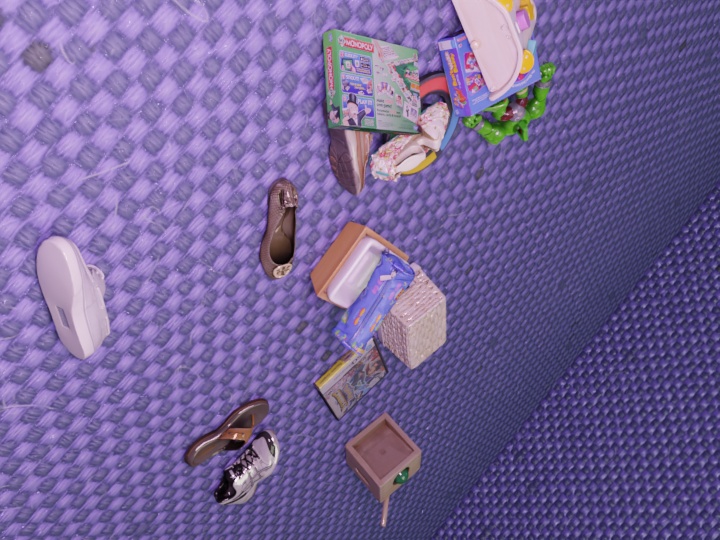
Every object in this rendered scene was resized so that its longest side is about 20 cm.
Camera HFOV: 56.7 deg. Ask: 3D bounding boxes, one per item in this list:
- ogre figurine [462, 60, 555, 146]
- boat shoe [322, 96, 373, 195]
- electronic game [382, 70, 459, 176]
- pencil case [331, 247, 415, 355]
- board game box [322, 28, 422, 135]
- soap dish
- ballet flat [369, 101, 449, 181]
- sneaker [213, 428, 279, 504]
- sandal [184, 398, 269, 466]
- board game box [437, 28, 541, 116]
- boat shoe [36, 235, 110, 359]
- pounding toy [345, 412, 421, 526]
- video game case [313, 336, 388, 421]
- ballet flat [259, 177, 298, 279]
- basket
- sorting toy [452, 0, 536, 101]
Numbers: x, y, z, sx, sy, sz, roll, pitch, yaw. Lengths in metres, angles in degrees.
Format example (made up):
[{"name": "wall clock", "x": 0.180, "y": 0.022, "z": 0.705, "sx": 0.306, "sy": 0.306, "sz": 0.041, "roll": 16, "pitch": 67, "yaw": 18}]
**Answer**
[{"name": "ogre figurine", "x": 0.303, "y": -0.324, "z": 1.342, "sx": 0.200, "sy": 0.098, "sz": 0.120, "roll": -47, "pitch": 146, "yaw": -8}, {"name": "boat shoe", "x": -0.009, "y": -0.210, "z": 1.095, "sx": 0.071, "sy": 0.075, "sz": 0.202, "roll": -36, "pitch": 147, "yaw": -23}, {"name": "electronic game", "x": 0.115, "y": -0.265, "z": 1.220, "sx": 0.198, "sy": 0.041, "sz": 0.203, "roll": -32, "pitch": 144, "yaw": -26}, {"name": "pencil case", "x": 0.024, "y": 0.061, "z": 1.251, "sx": 0.202, "sy": 0.077, "sz": 0.087, "roll": -56, "pitch": 177, "yaw": 9}, {"name": "board game box", "x": 0.024, "y": -0.285, "z": 1.033, "sx": 0.197, "sy": 0.029, "sz": 0.139, "roll": -7, "pitch": 94, "yaw": -47}, {"name": "soap dish", "x": 0.000, "y": 0.000, "z": 1.312, "sx": 0.159, "sy": 0.081, "sz": 0.199, "roll": -53, "pitch": 148, "yaw": 5}, {"name": "ballet flat", "x": 0.099, "y": -0.215, "z": 1.151, "sx": 0.199, "sy": 0.063, "sz": 0.076, "roll": -42, "pitch": 143, "yaw": -19}, {"name": "sneaker", "x": -0.249, "y": 0.437, "z": 1.455, "sx": 0.087, "sy": 0.075, "sz": 0.203, "roll": 10, "pitch": 114, "yaw": -54}, {"name": "sandal", "x": -0.263, "y": 0.339, "z": 1.355, "sx": 0.198, "sy": 0.054, "sz": 0.083, "roll": -32, "pitch": 144, "yaw": -27}, {"name": "board game box", "x": 0.236, "y": -0.378, "z": 1.199, "sx": 0.198, "sy": 0.044, "sz": 0.137, "roll": -31, "pitch": 115, "yaw": -28}, {"name": "boat shoe", "x": -0.374, "y": 0.030, "z": 0.895, "sx": 0.069, "sy": 0.070, "sz": 0.204, "roll": -48, "pitch": 148, "yaw": -45}, {"name": "pounding toy", "x": 0.066, "y": 0.550, "z": 1.848, "sx": 0.182, "sy": 0.200, "sz": 0.144, "roll": -33, "pitch": 145, "yaw": -24}, {"name": "video game case", "x": -0.017, "y": 0.260, "z": 1.611, "sx": 0.180, "sy": 0.025, "sz": 0.202, "roll": -42, "pitch": 147, "yaw": -14}, {"name": "ballet flat", "x": -0.130, "y": -0.060, "z": 1.120, "sx": 0.066, "sy": 0.046, "sz": 0.204, "roll": -22, "pitch": 139, "yaw": -35}, {"name": "basket", "x": 0.119, "y": 0.110, "z": 1.535, "sx": 0.134, "sy": 0.123, "sz": 0.202, "roll": -35, "pitch": 146, "yaw": -19}, {"name": "sorting toy", "x": 0.251, "y": -0.432, "z": 1.129, "sx": 0.202, "sy": 0.105, "sz": 0.181, "roll": 58, "pitch": 47, "yaw": -28}]
